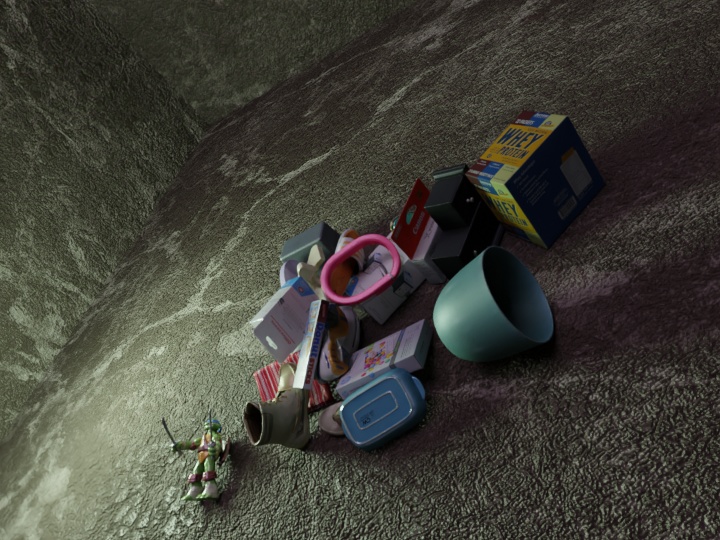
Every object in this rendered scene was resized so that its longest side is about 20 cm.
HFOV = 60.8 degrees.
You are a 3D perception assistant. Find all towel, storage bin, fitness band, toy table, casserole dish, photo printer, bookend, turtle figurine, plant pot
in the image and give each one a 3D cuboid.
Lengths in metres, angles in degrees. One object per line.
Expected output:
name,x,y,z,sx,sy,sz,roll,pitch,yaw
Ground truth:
towel,-0.162,0.275,1.463,0.200,0.022,0.145,-28,73,25
storage bin,-0.128,-0.054,1.784,0.200,0.134,0.146,-24,37,28
fitness band,0.000,0.000,1.449,0.200,0.037,0.144,-35,67,0
toy table,-0.131,0.032,1.658,0.117,0.184,0.200,-37,67,28
casserole dish,0.037,0.278,1.221,0.200,0.039,0.121,-36,69,19
photo printer,-0.088,0.183,1.519,0.200,0.069,0.167,-28,35,25
bookend,0.219,-0.094,1.370,0.092,0.200,0.199,-7,46,45
turtle figurine,-0.398,0.445,1.468,0.144,0.200,0.194,-4,66,4
plant pot,0.237,0.080,1.160,0.161,0.200,0.201,-38,29,36

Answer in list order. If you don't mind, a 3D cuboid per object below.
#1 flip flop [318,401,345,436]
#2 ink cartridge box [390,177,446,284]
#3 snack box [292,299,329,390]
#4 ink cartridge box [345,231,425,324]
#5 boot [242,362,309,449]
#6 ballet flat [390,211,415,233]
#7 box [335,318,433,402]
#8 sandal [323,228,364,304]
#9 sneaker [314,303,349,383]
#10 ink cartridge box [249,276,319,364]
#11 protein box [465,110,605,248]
flip flop,-0.012,0.306,1.294,0.200,0.058,0.081,-8,51,40
ink cartridge box,0.168,-0.098,1.457,0.044,0.174,0.200,-8,46,43
snack box,-0.110,0.165,1.373,0.072,0.024,0.200,159,125,-66
ink cartridge box,0.067,0.016,1.526,0.200,0.086,0.146,-48,31,-3
boot,-0.189,0.293,1.366,0.072,0.155,0.200,-26,60,32
ballet flat,0.149,-0.120,1.547,0.200,0.071,0.071,-18,20,-28
box,0.054,0.193,1.325,0.200,0.041,0.156,-30,13,25
sandal,-0.027,-0.010,1.518,0.059,0.079,0.207,-9,53,45
sneaker,-0.079,0.165,1.404,0.088,0.075,0.200,-40,32,32
ink cartridge box,-0.186,0.124,1.503,0.067,0.116,0.200,-15,28,50
protein box,0.374,-0.196,1.310,0.199,0.200,0.135,-47,31,-5
